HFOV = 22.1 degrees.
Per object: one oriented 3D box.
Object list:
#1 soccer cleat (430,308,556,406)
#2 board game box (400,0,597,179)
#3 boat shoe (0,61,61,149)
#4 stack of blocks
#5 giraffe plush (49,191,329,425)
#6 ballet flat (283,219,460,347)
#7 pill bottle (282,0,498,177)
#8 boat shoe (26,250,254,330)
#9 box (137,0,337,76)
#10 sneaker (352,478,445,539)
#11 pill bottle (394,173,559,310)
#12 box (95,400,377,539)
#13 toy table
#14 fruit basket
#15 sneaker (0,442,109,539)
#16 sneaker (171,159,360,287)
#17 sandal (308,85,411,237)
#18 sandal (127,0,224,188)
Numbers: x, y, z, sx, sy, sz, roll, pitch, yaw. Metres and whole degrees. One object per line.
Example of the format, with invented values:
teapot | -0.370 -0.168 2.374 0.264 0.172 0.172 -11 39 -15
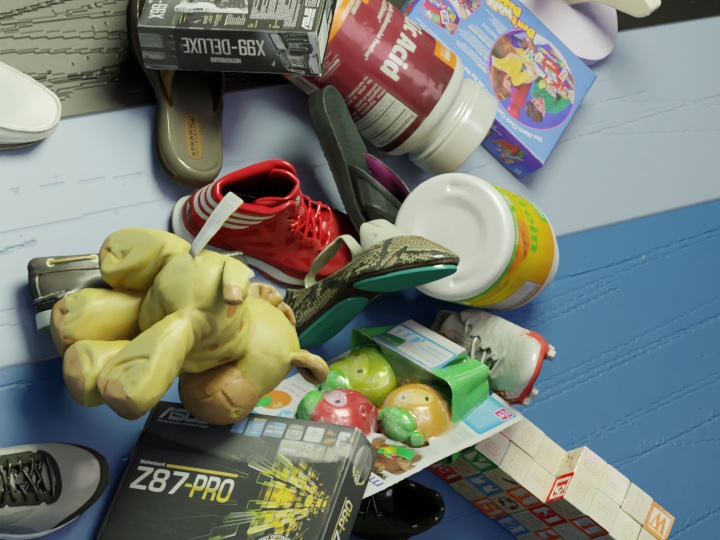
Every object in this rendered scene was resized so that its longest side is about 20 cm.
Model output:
soccer cleat | 0.114 0.071 1.651 0.085 0.200 0.069 24 93 -10
board game box | 0.128 -0.209 1.831 0.200 0.045 0.135 42 57 -13
boat shoe | -0.334 -0.153 1.512 0.199 0.068 0.075 14 67 -28
stack of blocks | 0.172 0.202 1.678 0.200 0.115 0.059 39 58 -14
giraffe plush | -0.122 0.053 1.465 0.162 0.200 0.173 43 12 -43
ballet flat | 0.000 0.000 1.591 0.068 0.200 0.076 5 64 -44
pill bottle | 0.023 -0.180 1.714 0.200 0.114 0.115 36 59 -17
boat shoe | -0.183 0.002 1.551 0.200 0.072 0.061 -12 84 -31
box | -0.098 -0.257 1.619 0.157 0.050 0.201 2 48 8
sneaker | -0.017 0.192 1.579 0.199 0.091 0.076 7 76 -28
pill bottle | 0.115 -0.021 1.676 0.200 0.111 0.112 13 62 -67
box | -0.103 0.193 1.470 0.162 0.199 0.049 -67 148 -28
toy table | 0.222 -0.321 1.885 0.200 0.117 0.184 47 56 -9
fruit basket | 0.008 0.116 1.577 0.199 0.185 0.094 -16 122 -38
sneaker | -0.283 0.172 1.429 0.199 0.079 0.074 -6 75 -34
sneaker | -0.055 -0.040 1.618 0.199 0.115 0.079 5 71 -31
sandal | 0.013 -0.074 1.656 0.201 0.048 0.075 65 21 -15
sandal | -0.155 -0.172 1.634 0.081 0.055 0.201 5 65 -31
